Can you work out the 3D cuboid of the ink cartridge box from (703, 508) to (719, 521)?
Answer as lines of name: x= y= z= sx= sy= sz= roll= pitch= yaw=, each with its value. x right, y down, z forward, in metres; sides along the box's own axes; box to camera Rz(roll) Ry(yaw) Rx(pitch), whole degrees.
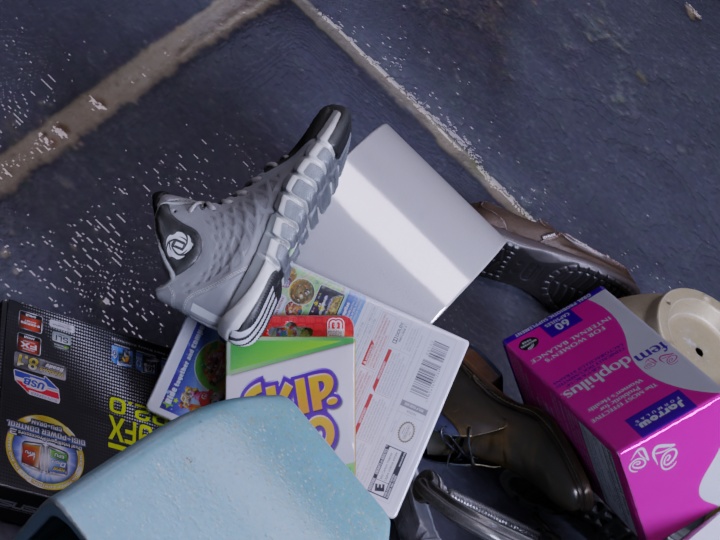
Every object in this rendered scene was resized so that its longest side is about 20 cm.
ink cartridge box: x=0.365 y=0.217 z=1.656 sx=0.067 sy=0.117 sz=0.200 roll=41 pitch=40 yaw=-2

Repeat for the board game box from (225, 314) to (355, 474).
board game box: x=-0.050 y=0.130 z=1.330 sx=0.095 sy=0.030 sz=0.201 roll=0 pitch=78 yaw=-4

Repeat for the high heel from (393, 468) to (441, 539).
high heel: x=-0.027 y=0.151 z=1.430 sx=0.200 sy=0.071 sz=0.143 roll=12 pitch=50 yaw=-46

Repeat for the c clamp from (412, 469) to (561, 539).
c clamp: x=0.112 y=0.204 z=1.448 sx=0.200 sy=0.027 sz=0.171 roll=29 pitch=3 yaw=-34

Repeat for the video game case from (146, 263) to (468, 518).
video game case: x=-0.038 y=0.077 z=1.361 sx=0.199 sy=0.018 sz=0.144 roll=24 pitch=80 yaw=0

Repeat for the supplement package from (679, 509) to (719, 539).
supplement package: x=0.238 y=0.307 z=1.412 sx=0.150 sy=0.200 sz=0.152 roll=-25 pitch=73 yaw=-48

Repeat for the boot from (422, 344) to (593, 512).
boot: x=0.101 y=0.146 z=1.500 sx=0.097 sy=0.075 sz=0.200 roll=-25 pitch=41 yaw=-19

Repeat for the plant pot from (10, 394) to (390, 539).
plant pot: x=-0.096 y=0.195 z=1.205 sx=0.196 sy=0.196 sz=0.200 roll=50 pitch=54 yaw=2

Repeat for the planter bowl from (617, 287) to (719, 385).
planter bowl: x=0.275 y=0.100 z=1.669 sx=0.200 sy=0.135 sz=0.201 roll=21 pitch=46 yaw=-23

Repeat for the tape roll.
tape roll: x=0.000 y=0.000 z=1.482 sx=0.139 sy=0.203 sz=0.203 roll=45 pitch=41 yaw=1

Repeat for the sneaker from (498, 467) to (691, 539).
sneaker: x=0.215 y=0.189 z=1.582 sx=0.200 sy=0.075 sz=0.079 roll=32 pitch=52 yaw=-12

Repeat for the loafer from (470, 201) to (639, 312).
loafer: x=0.177 y=-0.017 z=1.735 sx=0.199 sy=0.073 sz=0.071 roll=24 pitch=44 yaw=-22

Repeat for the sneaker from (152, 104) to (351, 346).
sneaker: x=-0.089 y=-0.053 z=1.340 sx=0.115 sy=0.075 sz=0.201 roll=22 pitch=67 yaw=10

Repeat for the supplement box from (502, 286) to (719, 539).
supplement box: x=0.209 y=0.112 z=1.465 sx=0.101 sy=0.104 sz=0.200 roll=-28 pitch=33 yaw=-10

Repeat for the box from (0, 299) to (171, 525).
box: x=-0.183 y=0.121 z=1.352 sx=0.199 sy=0.044 sz=0.161 roll=19 pitch=46 yaw=-26
